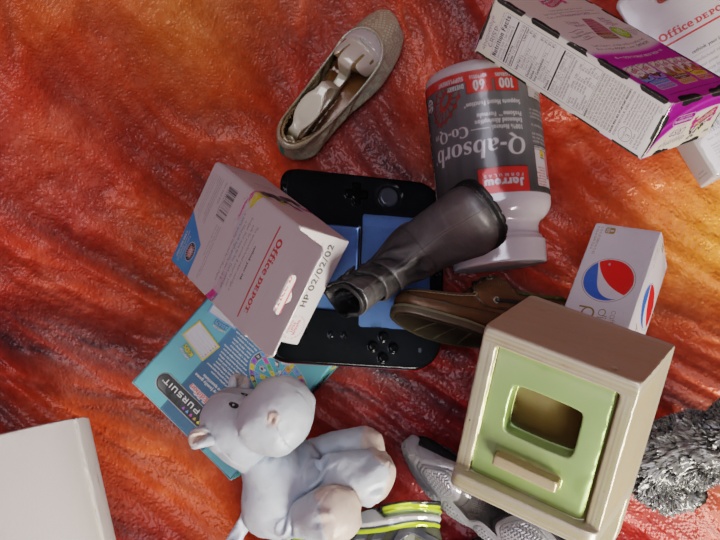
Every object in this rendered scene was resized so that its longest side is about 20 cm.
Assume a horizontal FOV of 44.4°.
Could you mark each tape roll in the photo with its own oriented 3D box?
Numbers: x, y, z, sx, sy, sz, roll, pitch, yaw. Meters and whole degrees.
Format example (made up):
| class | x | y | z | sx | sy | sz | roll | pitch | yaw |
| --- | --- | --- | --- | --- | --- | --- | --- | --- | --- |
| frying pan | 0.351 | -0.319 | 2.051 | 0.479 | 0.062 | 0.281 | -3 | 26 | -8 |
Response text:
| class | x | y | z | sx | sy | sz | roll | pitch | yaw |
| --- | --- | --- | --- | --- | --- | --- | --- | --- | --- |
| tape roll | -0.360 | 0.239 | 0.887 | 0.202 | 0.203 | 0.140 | -17 | 82 | 6 |

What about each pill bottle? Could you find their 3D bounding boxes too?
| class | x | y | z | sx | sy | sz | roll | pitch | yaw |
| --- | --- | --- | --- | --- | --- | --- | --- | --- | --- |
| pill bottle | 0.132 | -0.103 | 0.895 | 0.115 | 0.116 | 0.201 | -7 | 83 | 7 |

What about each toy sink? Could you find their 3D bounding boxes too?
| class | x | y | z | sx | sy | sz | roll | pitch | yaw |
| --- | --- | --- | --- | --- | --- | --- | --- | --- | --- |
| toy sink | 0.160 | 0.144 | 0.735 | 0.130 | 0.112 | 0.201 | 21 | 114 | 27 |

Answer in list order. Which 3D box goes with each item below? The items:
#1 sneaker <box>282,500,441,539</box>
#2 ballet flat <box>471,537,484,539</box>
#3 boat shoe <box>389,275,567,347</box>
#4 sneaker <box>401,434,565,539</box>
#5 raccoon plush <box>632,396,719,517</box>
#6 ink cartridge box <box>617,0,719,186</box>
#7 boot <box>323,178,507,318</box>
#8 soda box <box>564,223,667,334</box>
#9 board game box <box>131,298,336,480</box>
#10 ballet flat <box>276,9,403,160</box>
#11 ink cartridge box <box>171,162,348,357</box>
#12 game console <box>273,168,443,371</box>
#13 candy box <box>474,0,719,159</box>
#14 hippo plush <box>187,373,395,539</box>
| class | x | y | z | sx | sy | sz | roll | pitch | yaw |
| --- | --- | --- | --- | --- | --- | --- | --- | --- | --- |
| sneaker | -0.008 | 0.289 | 0.880 | 0.199 | 0.074 | 0.081 | -20 | 61 | 16 |
| ballet flat | 0.078 | 0.313 | 0.890 | 0.199 | 0.057 | 0.067 | -21 | 84 | 5 |
| boat shoe | 0.124 | 0.041 | 0.889 | 0.199 | 0.072 | 0.068 | 15 | 73 | -19 |
| sneaker | 0.143 | 0.207 | 0.887 | 0.200 | 0.076 | 0.114 | 31 | 59 | 32 |
| raccoon plush | 0.288 | 0.168 | 0.808 | 0.199 | 0.134 | 0.097 | -8 | 62 | -25 |
| ink cartridge box | 0.351 | -0.202 | 0.891 | 0.115 | 0.068 | 0.200 | -28 | 82 | 5 |
| boot | 0.044 | -0.007 | 0.805 | 0.131 | 0.200 | 0.070 | -34 | 87 | -22 |
| soda box | 0.234 | 0.054 | 0.846 | 0.068 | 0.064 | 0.200 | 10 | 60 | 31 |
| board game box | -0.120 | 0.096 | 0.945 | 0.151 | 0.047 | 0.200 | 42 | 91 | 9 |
| ballet flat | -0.020 | -0.203 | 0.954 | 0.067 | 0.062 | 0.200 | 35 | 90 | 9 |
| ink cartridge box | -0.090 | -0.009 | 0.841 | 0.200 | 0.068 | 0.115 | 38 | 107 | 43 |
| game console | 0.000 | 0.000 | 0.908 | 0.176 | 0.031 | 0.201 | 6 | 78 | -17 |
| candy box | 0.225 | -0.189 | 0.824 | 0.200 | 0.136 | 0.061 | 42 | 130 | 27 |
| hippo plush | -0.077 | 0.168 | 0.860 | 0.200 | 0.159 | 0.161 | -21 | 105 | 33 |
